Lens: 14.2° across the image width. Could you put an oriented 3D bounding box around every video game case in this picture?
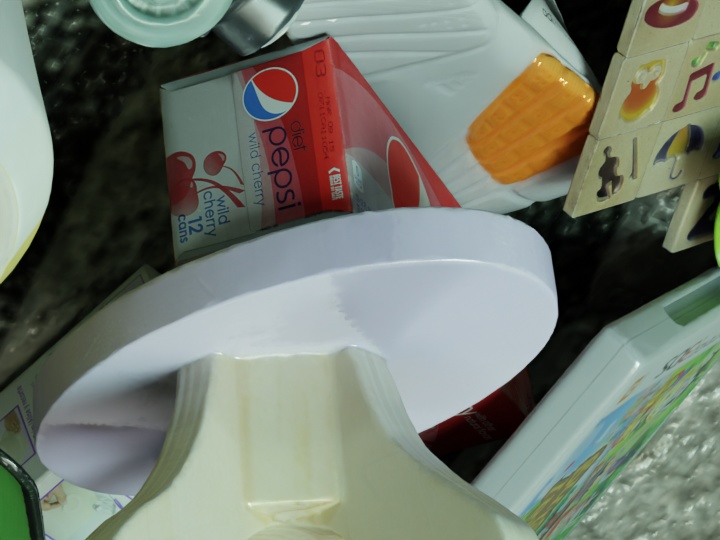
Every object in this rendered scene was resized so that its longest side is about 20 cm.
[{"bbox_3d":[0.071,0.080,1.091,0.200,0.022,0.182,-52,167,24],"label":"video game case"}]

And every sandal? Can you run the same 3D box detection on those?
[{"bbox_3d":[0.032,-0.081,0.982,0.079,0.059,0.207,-18,152,16],"label":"sandal"}]

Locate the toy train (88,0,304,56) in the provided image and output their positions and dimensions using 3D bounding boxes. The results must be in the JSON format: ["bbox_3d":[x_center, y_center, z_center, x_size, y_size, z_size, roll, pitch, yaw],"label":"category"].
[{"bbox_3d":[-0.075,-0.154,0.840,0.200,0.085,0.114,42,101,-19],"label":"toy train"}]

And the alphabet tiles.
[{"bbox_3d":[0.156,-0.081,1.040,0.200,0.008,0.168,-17,136,-39],"label":"alphabet tiles"}]

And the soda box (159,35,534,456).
[{"bbox_3d":[0.000,0.000,0.990,0.063,0.070,0.200,-16,153,15],"label":"soda box"}]

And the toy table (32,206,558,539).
[{"bbox_3d":[-0.022,0.072,0.920,0.183,0.118,0.200,15,148,-34],"label":"toy table"}]

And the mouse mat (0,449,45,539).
[{"bbox_3d":[-0.178,0.034,0.854,0.008,0.200,0.161,-58,173,-19],"label":"mouse mat"}]

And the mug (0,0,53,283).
[{"bbox_3d":[-0.151,-0.044,0.872,0.149,0.153,0.187,-38,133,7],"label":"mug"}]

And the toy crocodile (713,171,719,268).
[{"bbox_3d":[0.186,-0.017,1.077,0.200,0.067,0.062,20,79,-56],"label":"toy crocodile"}]

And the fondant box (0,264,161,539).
[{"bbox_3d":[-0.100,0.109,1.088,0.200,0.058,0.144,-42,132,10],"label":"fondant box"}]
